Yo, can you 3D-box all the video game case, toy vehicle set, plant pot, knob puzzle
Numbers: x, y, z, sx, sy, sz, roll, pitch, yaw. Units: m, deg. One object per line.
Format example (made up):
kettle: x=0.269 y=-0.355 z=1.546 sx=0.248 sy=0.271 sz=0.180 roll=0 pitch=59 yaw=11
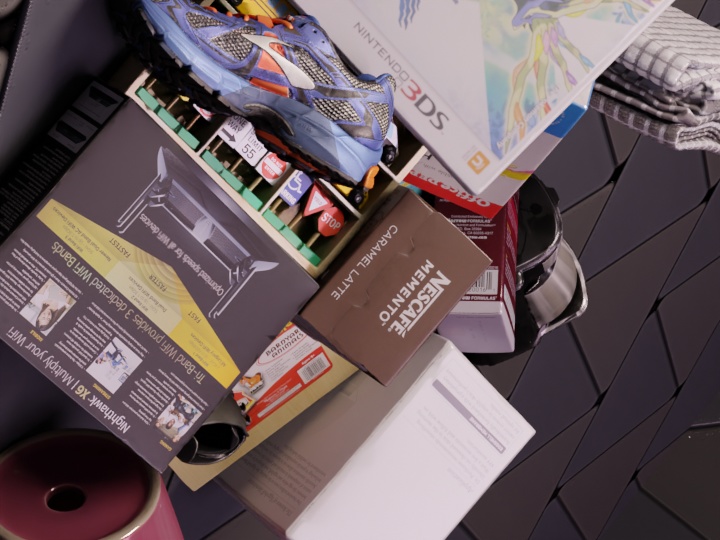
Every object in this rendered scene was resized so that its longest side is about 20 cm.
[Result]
video game case: x=0.081 y=-0.178 z=1.340 sx=0.200 sy=0.182 sz=0.022 roll=-45 pitch=-162 yaw=-1
toy vehicle set: x=-0.052 y=-0.100 z=1.365 sx=0.124 sy=0.027 sz=0.200 roll=-50 pitch=127 yaw=-6
plant pot: x=-0.199 y=0.220 z=1.535 sx=0.200 sy=0.200 sz=0.179 roll=-35 pitch=140 yaw=-39
knob puzzle: x=-0.101 y=0.063 z=1.659 sx=0.219 sy=0.030 sz=0.220 roll=-23 pitch=140 yaw=-21

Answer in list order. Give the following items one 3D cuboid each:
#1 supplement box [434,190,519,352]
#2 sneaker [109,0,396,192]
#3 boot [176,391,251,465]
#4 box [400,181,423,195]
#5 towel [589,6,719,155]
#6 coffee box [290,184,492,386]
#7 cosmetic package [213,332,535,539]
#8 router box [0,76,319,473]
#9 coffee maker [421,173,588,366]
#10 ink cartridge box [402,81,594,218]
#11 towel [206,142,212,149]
supplement box: x=0.093 y=-0.045 z=1.732 sx=0.109 sy=0.061 sz=0.201 roll=64 pitch=28 yaw=-69
sneaker: x=-0.061 y=-0.125 z=1.283 sx=0.200 sy=0.075 sz=0.079 roll=33 pitch=80 yaw=-28
boot: x=-0.103 y=0.080 z=1.518 sx=0.200 sy=0.138 sz=0.078 roll=-10 pitch=134 yaw=-50
box: x=0.000 y=-0.043 z=1.703 sx=0.082 sy=0.049 sz=0.200 roll=-27 pitch=149 yaw=-50
towel: x=0.212 y=-0.147 z=1.616 sx=0.200 sy=0.165 sz=0.086 roll=-8 pitch=124 yaw=-57
coffee box: x=0.000 y=0.000 z=1.501 sx=0.114 sy=0.080 sz=0.200 roll=-50 pitch=-165 yaw=-3
cosmetic package: x=0.001 y=0.146 z=1.777 sx=0.200 sy=0.199 sz=0.123 roll=-48 pitch=116 yaw=-8
router box: x=-0.141 y=0.006 z=1.326 sx=0.157 sy=0.052 sz=0.200 roll=-49 pitch=128 yaw=-7
coffee maker: x=0.100 y=0.012 z=1.896 sx=0.192 sy=0.135 sz=0.200 roll=-50 pitch=160 yaw=-4
ink cartridge box: x=0.069 y=-0.108 z=1.471 sx=0.200 sy=0.116 sz=0.067 roll=127 pitch=-17 yaw=-57
towel: x=-0.073 y=-0.063 z=1.457 sx=0.145 sy=0.022 sz=0.200 roll=-51 pitch=161 yaw=-5
